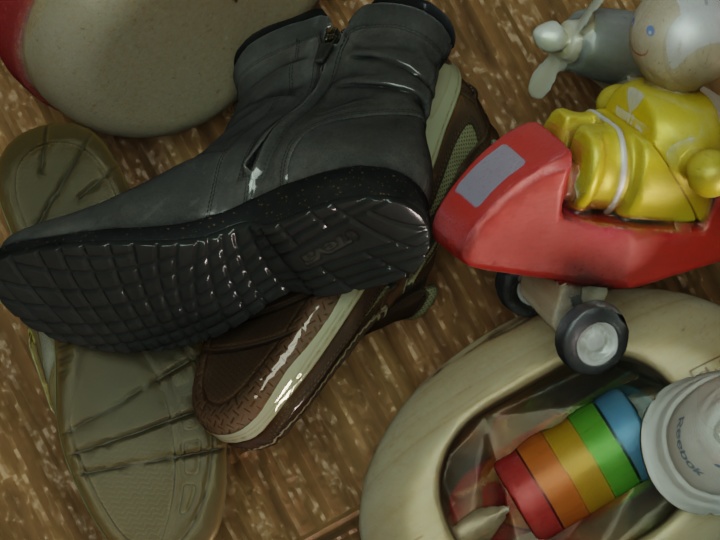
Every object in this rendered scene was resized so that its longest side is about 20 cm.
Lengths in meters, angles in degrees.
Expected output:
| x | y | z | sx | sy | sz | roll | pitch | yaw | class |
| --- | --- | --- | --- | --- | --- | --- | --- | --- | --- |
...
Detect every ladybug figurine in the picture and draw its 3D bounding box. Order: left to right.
| x | y | z | sx | sy | sz | roll | pitch | yaw | class |
| --- | --- | --- | --- | --- | --- | --- | --- | --- | --- |
| 0.094 | 0.084 | 1.284 | 0.200 | 0.072 | 0.136 | -26 | 83 | -1 | ladybug figurine |

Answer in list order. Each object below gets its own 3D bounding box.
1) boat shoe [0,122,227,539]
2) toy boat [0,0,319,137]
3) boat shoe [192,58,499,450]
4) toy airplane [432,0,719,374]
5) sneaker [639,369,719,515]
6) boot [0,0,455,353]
| x | y | z | sx | sy | sz | roll | pitch | yaw | class |
| --- | --- | --- | --- | --- | --- | --- | --- | --- | --- |
| -0.106 | 0.035 | 1.302 | 0.074 | 0.066 | 0.200 | -14 | 80 | -7 | boat shoe |
| -0.088 | -0.160 | 1.313 | 0.131 | 0.131 | 0.200 | 36 | 84 | 36 | toy boat |
| 0.004 | 0.000 | 1.282 | 0.075 | 0.075 | 0.203 | 43 | 67 | -31 | boat shoe |
| 0.149 | -0.054 | 1.226 | 0.200 | 0.199 | 0.141 | 5 | 119 | 24 | toy airplane |
| 0.217 | 0.055 | 1.216 | 0.200 | 0.087 | 0.075 | -18 | 86 | -12 | sneaker |
| -0.055 | -0.042 | 1.257 | 0.200 | 0.070 | 0.132 | -9 | 46 | 16 | boot |
